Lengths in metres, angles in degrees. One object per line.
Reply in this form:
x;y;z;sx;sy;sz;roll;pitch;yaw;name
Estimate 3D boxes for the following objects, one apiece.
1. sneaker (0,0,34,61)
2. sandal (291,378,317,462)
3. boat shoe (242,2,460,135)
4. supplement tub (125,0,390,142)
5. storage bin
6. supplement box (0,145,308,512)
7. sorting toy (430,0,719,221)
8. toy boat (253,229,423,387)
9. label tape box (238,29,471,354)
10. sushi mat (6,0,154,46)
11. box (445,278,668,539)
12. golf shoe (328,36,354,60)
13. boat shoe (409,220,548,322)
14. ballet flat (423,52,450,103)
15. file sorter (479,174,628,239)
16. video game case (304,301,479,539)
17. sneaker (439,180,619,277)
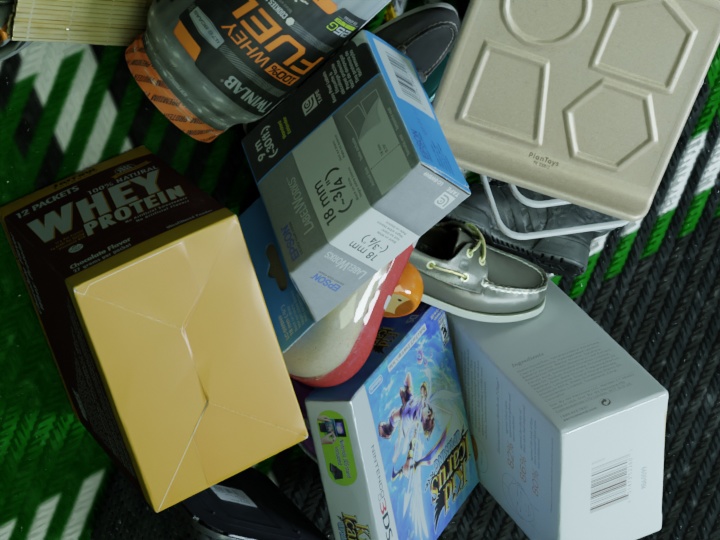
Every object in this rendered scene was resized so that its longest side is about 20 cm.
-0.247;-0.200;1.588;0.200;0.079;0.074;-37;117;-13;sneaker
-0.037;0.100;1.797;0.082;0.050;0.203;-20;115;11;sandal
0.000;-0.139;1.708;0.200;0.057;0.067;-31;145;8;boat shoe
-0.073;-0.195;1.594;0.200;0.123;0.122;-42;122;16;supplement tub
-0.119;0.222;1.723;0.135;0.200;0.094;16;101;-29;storage bin
-0.162;0.039;1.640;0.132;0.200;0.198;-25;117;-16;supplement box
0.160;-0.154;1.581;0.184;0.036;0.201;17;109;-8;sorting toy
0.000;0.000;1.677;0.131;0.130;0.201;34;77;-42;toy boat
-0.029;-0.057;1.584;0.200;0.145;0.063;-41;138;22;label tape box
-0.183;-0.215;1.600;0.200;0.012;0.096;-4;115;-52;sushi mat
0.161;0.124;1.813;0.106;0.200;0.153;-18;129;-20;box
-0.022;-0.263;1.685;0.092;0.073;0.201;-1;117;-31;golf shoe
0.069;-0.009;1.776;0.201;0.072;0.060;13;125;-16;boat shoe
0.006;-0.107;1.765;0.200;0.067;0.062;-40;148;-5;ballet flat
0.179;-0.133;1.728;0.138;0.125;0.200;-8;151;-17;file sorter
0.030;0.142;1.752;0.200;0.045;0.182;-46;130;-55;video game case
0.143;-0.062;1.837;0.199;0.060;0.105;20;71;-9;sneaker
